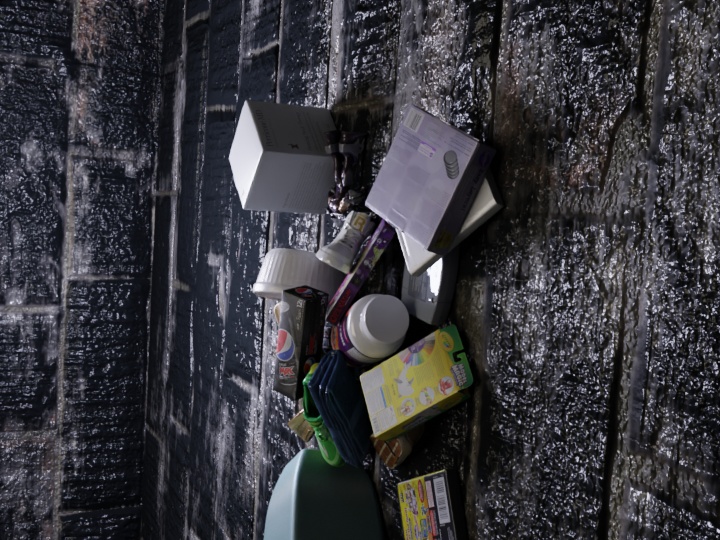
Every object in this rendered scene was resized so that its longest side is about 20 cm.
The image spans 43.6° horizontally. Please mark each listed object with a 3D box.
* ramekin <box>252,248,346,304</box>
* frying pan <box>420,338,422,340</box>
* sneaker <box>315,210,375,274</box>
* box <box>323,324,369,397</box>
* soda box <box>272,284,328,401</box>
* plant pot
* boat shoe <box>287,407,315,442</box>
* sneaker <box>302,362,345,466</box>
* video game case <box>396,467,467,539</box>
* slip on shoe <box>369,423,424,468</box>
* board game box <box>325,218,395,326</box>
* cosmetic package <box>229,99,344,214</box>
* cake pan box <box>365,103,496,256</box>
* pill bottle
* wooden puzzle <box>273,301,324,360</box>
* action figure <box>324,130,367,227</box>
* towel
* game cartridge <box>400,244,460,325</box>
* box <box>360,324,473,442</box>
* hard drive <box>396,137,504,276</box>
[{"bbox_3d":[-0.119,0.018,1.856,0.201,0.198,0.097,-7,71,63],"label":"ramekin"},{"bbox_3d":[0.092,0.178,1.590,0.189,0.030,0.118,-10,79,61],"label":"frying pan"},{"bbox_3d":[-0.025,-0.061,1.708,0.117,0.073,0.200,-60,1,6],"label":"sneaker"},{"bbox_3d":[-0.041,0.215,1.836,0.199,0.049,0.204,177,94,-64],"label":"box"},{"bbox_3d":[-0.114,0.136,1.699,0.062,0.070,0.205,18,109,35],"label":"soda box"},{"bbox_3d":[-0.079,0.464,1.754,0.197,0.192,0.204,130,143,-51],"label":"plant pot"},{"bbox_3d":[-0.071,0.276,1.785,0.065,0.071,0.200,48,134,4],"label":"boat shoe"},{"bbox_3d":[-0.074,0.277,1.683,0.073,0.083,0.205,-4,106,32],"label":"sneaker"},{"bbox_3d":[0.124,0.447,1.509,0.180,0.025,0.205,-38,56,58],"label":"video game case"},{"bbox_3d":[0.066,0.299,1.605,0.077,0.060,0.201,54,160,14],"label":"slip on shoe"},{"bbox_3d":[0.000,0.000,1.647,0.202,0.032,0.120,-58,1,9],"label":"board game box"},{"bbox_3d":[-0.159,-0.241,1.936,0.168,0.196,0.169,-63,37,41],"label":"cosmetic package"},{"bbox_3d":[0.104,-0.149,1.438,0.199,0.052,0.187,38,106,48],"label":"cake pan box"},{"bbox_3d":[0.019,0.105,1.612,0.200,0.109,0.114,138,129,-69],"label":"pill bottle"},{"bbox_3d":[-0.112,0.146,1.827,0.200,0.045,0.189,159,92,-72],"label":"wooden puzzle"},{"bbox_3d":[-0.033,-0.180,1.827,0.129,0.068,0.205,18,109,56],"label":"action figure"},{"bbox_3d":[-0.027,0.252,1.650,0.048,0.112,0.203,-7,124,27],"label":"towel"},{"bbox_3d":[0.120,-0.017,1.531,0.133,0.040,0.205,-152,66,-65],"label":"game cartridge"},{"bbox_3d":[0.097,0.184,1.481,0.198,0.048,0.119,-34,54,26],"label":"box"},{"bbox_3d":[0.135,-0.101,1.446,0.199,0.026,0.134,-41,51,35],"label":"hard drive"}]
